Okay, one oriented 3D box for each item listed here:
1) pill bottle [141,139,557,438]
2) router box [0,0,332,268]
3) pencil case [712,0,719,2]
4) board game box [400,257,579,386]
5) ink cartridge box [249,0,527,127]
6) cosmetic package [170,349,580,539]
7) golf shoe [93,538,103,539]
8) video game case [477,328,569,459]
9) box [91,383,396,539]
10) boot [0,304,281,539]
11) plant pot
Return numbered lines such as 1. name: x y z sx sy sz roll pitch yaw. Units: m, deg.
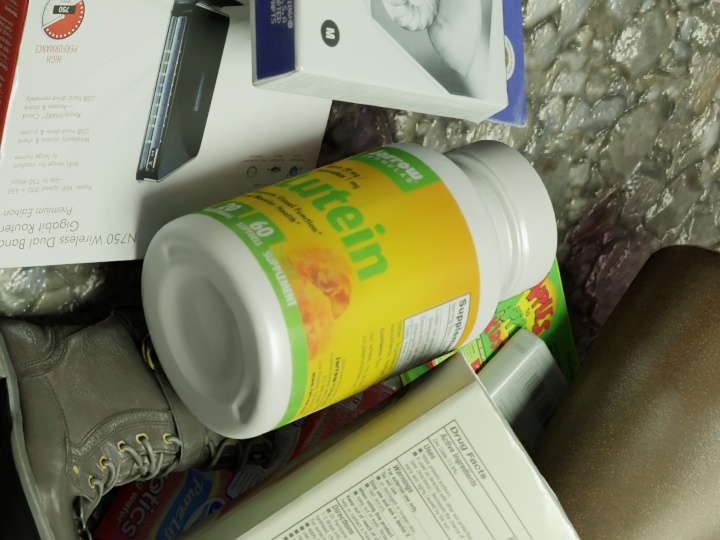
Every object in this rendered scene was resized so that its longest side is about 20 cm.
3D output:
1. pill bottle: 0.000 0.000 1.114 0.199 0.111 0.112 -21 128 -34
2. router box: -0.099 -0.096 1.081 0.199 0.049 0.181 -5 118 -42
3. pencil case: 0.170 -0.221 1.234 0.200 0.087 0.088 30 93 -48
4. board game box: 0.084 0.075 1.362 0.101 0.048 0.201 -37 135 -21
5. ink cartridge box: 0.027 -0.178 1.090 0.199 0.040 0.201 4 81 -46
6. cosmetic package: -0.003 0.139 1.104 0.199 0.087 0.104 -32 100 3
7. golf shoe: -0.211 0.139 1.091 0.199 0.095 0.078 28 135 -17
8. video game case: 0.077 0.156 1.354 0.182 0.023 0.200 -46 138 -11
9. box: -0.063 0.133 1.220 0.095 0.099 0.201 30 92 -49
10. boot: -0.112 0.090 1.096 0.173 0.201 0.069 0 149 -38
11. plant pot: 0.176 0.122 1.285 0.200 0.186 0.187 -46 138 -20
